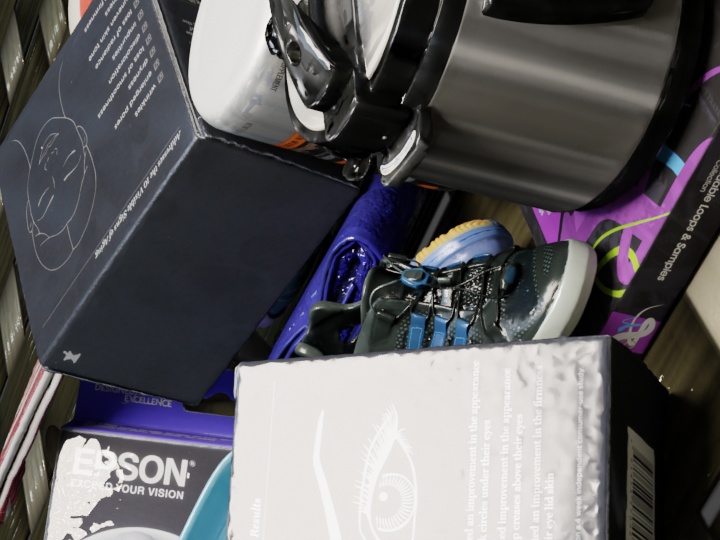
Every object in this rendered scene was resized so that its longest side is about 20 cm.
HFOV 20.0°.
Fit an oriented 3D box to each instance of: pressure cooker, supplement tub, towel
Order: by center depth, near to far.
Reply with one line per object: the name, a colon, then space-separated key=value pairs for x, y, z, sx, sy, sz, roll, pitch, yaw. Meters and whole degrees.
pressure cooker: x=0.047 y=-0.126 z=1.008 sx=0.176 sy=0.199 sz=0.180 roll=-137 pitch=62 yaw=-66
supplement tub: x=0.013 y=-0.117 z=1.163 sx=0.122 sy=0.199 sz=0.123 roll=-40 pitch=43 yaw=52
towel: x=0.000 y=0.000 z=1.259 sx=0.148 sy=0.049 sz=0.200 roll=-59 pitch=3 yaw=30
towel: x=-0.205 y=0.064 z=1.375 sx=0.200 sy=0.023 sz=0.145 roll=-82 pitch=17 yaw=-61

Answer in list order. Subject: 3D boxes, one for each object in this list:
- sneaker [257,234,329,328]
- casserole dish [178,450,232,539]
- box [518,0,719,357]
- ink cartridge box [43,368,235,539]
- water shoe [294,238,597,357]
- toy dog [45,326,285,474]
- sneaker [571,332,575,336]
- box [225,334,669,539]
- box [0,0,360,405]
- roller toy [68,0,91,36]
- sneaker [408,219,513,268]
sneaker: x=-0.037 y=-0.050 z=1.361 sx=0.080 sy=0.077 sz=0.201 roll=-45 pitch=22 yaw=50
casserole dish: x=-0.066 y=0.200 z=1.249 sx=0.121 sy=0.039 sz=0.201 roll=19 pitch=81 yaw=39
box: x=0.149 y=-0.073 z=1.044 sx=0.201 sy=0.036 sz=0.143 roll=-63 pitch=28 yaw=31
ink cartridge box: x=-0.102 y=0.158 z=1.321 sx=0.043 sy=0.197 sz=0.201 roll=81 pitch=-165 yaw=-78
water shoe: x=0.038 y=0.027 z=1.072 sx=0.200 sy=0.079 sz=0.072 roll=-32 pitch=32 yaw=46
toy dog: x=-0.127 y=0.074 z=1.434 sx=0.140 sy=0.193 sz=0.201 roll=127 pitch=142 yaw=-67
sneaker: x=0.070 y=0.102 z=1.084 sx=0.075 sy=0.084 sz=0.201 roll=176 pitch=104 yaw=-66
box: x=0.042 y=0.120 z=0.991 sx=0.199 sy=0.104 sz=0.149 roll=-4 pitch=70 yaw=23
box: x=-0.122 y=-0.061 z=1.282 sx=0.200 sy=0.123 sz=0.197 roll=-52 pitch=38 yaw=29
roller toy: x=-0.107 y=-0.188 z=1.445 sx=0.199 sy=0.139 sz=0.184 roll=15 pitch=89 yaw=34
sneaker: x=0.050 y=0.064 z=1.189 sx=0.088 sy=0.075 sz=0.201 roll=56 pitch=135 yaw=37
